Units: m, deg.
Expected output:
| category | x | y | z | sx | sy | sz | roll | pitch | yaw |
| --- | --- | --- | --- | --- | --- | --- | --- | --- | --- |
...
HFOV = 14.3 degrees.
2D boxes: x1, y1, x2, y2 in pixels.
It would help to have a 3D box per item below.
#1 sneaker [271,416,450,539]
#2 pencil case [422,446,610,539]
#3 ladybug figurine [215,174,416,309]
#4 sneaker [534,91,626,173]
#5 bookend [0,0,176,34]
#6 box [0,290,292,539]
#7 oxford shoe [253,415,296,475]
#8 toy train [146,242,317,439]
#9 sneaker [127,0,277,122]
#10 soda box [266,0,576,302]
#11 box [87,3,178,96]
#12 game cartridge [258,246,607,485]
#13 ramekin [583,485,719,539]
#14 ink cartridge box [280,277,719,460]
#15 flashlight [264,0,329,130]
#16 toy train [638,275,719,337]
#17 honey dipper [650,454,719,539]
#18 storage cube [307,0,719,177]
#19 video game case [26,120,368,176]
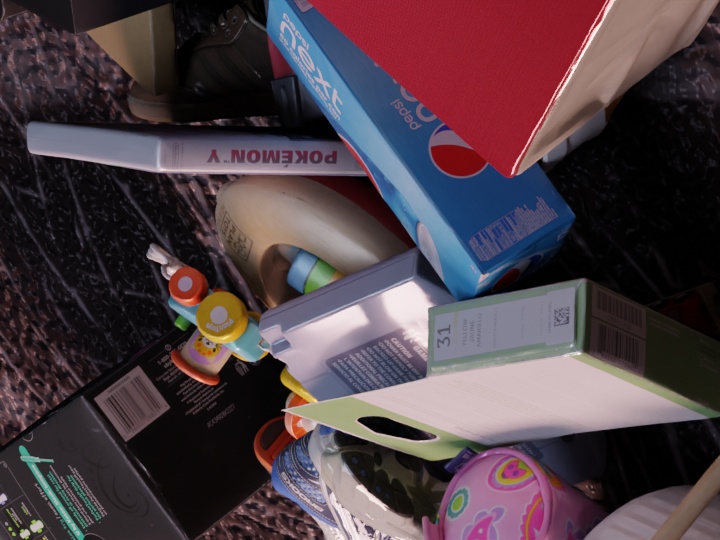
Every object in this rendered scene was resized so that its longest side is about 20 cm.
| category | x | y | z | sx | sy | sz | roll | pitch | yaw |
| --- | --- | --- | --- | --- | --- | --- | --- | --- | --- |
| sneaker | 0.025 | 0.157 | 1.707 | 0.085 | 0.077 | 0.200 | -23 | 121 | 38 |
| pencil case | 0.118 | 0.175 | 1.676 | 0.087 | 0.087 | 0.200 | 14 | 164 | 40 |
| ladybug figurine | 0.000 | 0.000 | 1.742 | 0.200 | 0.072 | 0.136 | 37 | 149 | 10 |
| sneaker | 0.097 | -0.085 | 1.603 | 0.073 | 0.085 | 0.200 | 58 | 164 | -7 |
| bookend | -0.128 | -0.216 | 1.569 | 0.200 | 0.092 | 0.199 | 28 | 132 | 48 |
| box | -0.149 | 0.127 | 1.943 | 0.124 | 0.149 | 0.200 | 54 | 142 | -1 |
| oxford shoe | 0.014 | 0.165 | 1.853 | 0.200 | 0.071 | 0.073 | 32 | 142 | 16 |
| toy train | -0.057 | 0.064 | 1.785 | 0.200 | 0.056 | 0.150 | 35 | 177 | -19 |
| sneaker | -0.064 | -0.131 | 1.747 | 0.200 | 0.070 | 0.076 | 1 | 99 | 42 |
| soda box | 0.030 | -0.080 | 1.545 | 0.200 | 0.064 | 0.068 | 56 | 165 | 14 |
| box | -0.157 | -0.228 | 1.744 | 0.163 | 0.021 | 0.200 | 44 | 143 | 48 |
| game cartridge | 0.052 | 0.066 | 1.675 | 0.133 | 0.041 | 0.200 | -20 | 131 | 31 |
| ramekin | 0.187 | 0.217 | 1.625 | 0.105 | 0.200 | 0.200 | 29 | 136 | 43 |
| ink cartridge box | 0.078 | 0.058 | 1.573 | 0.200 | 0.145 | 0.048 | -10 | 69 | 36 |
| flashlight | -0.031 | -0.182 | 1.630 | 0.068 | 0.068 | 0.200 | -141 | 42 | -84 |
| toy train | 0.180 | 0.028 | 1.607 | 0.200 | 0.046 | 0.034 | -21 | 101 | 51 |
| honey dipper | 0.193 | 0.105 | 1.540 | 0.038 | 0.200 | 0.038 | 41 | 176 | 3 |
| storage cube | 0.089 | -0.188 | 1.444 | 0.180 | 0.171 | 0.200 | 42 | 140 | 14 |
| video game case | -0.073 | -0.071 | 1.663 | 0.200 | 0.182 | 0.023 | 10 | 99 | 62 |
